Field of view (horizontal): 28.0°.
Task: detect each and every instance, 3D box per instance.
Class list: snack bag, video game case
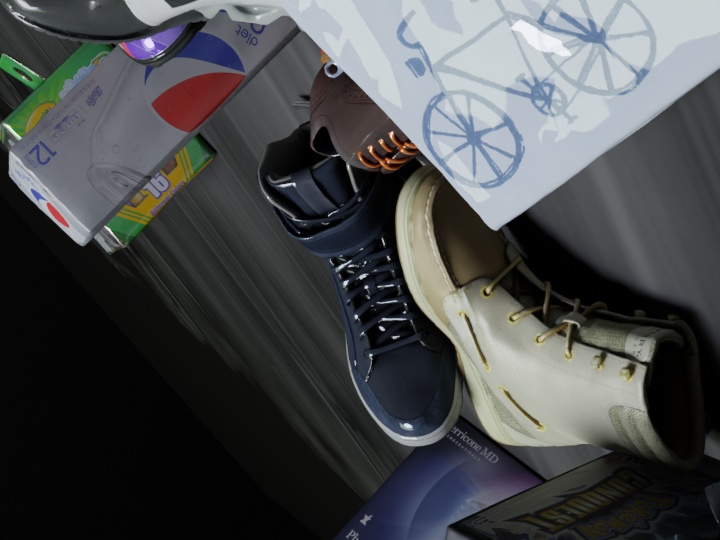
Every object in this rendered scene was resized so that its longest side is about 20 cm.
[{"bbox_3d":[0.041,-0.124,0.592,0.200,0.021,0.188,45,143,-5],"label":"snack bag"},{"bbox_3d":[0.178,0.153,0.795,0.180,0.199,0.026,20,114,43],"label":"video game case"}]

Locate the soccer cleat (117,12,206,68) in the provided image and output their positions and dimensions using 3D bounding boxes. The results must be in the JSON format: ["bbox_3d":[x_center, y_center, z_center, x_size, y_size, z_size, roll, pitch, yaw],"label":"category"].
[{"bbox_3d":[-0.133,-0.191,0.776,0.073,0.068,0.201,36,-152,-48],"label":"soccer cleat"}]

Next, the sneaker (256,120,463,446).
[{"bbox_3d":[-0.002,0.000,0.890,0.146,0.076,0.204,46,-154,-59],"label":"sneaker"}]

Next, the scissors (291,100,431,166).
[{"bbox_3d":[0.001,-0.103,0.924,0.199,0.014,0.073,32,164,45],"label":"scissors"}]

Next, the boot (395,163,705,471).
[{"bbox_3d":[0.112,0.027,0.837,0.154,0.072,0.201,6,129,50],"label":"boot"}]

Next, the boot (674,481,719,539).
[{"bbox_3d":[0.234,0.147,0.663,0.199,0.163,0.073,51,164,-28],"label":"boot"}]

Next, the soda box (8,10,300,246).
[{"bbox_3d":[-0.109,-0.108,0.821,0.063,0.200,0.068,45,165,-5],"label":"soda box"}]

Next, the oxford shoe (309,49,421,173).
[{"bbox_3d":[0.030,-0.080,0.732,0.071,0.073,0.200,20,179,-24],"label":"oxford shoe"}]

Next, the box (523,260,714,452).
[{"bbox_3d":[0.140,0.060,0.962,0.199,0.032,0.121,39,165,15],"label":"box"}]

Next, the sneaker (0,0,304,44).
[{"bbox_3d":[-0.078,-0.161,0.689,0.089,0.197,0.075,101,162,-68],"label":"sneaker"}]

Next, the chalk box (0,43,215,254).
[{"bbox_3d":[-0.253,-0.131,1.339,0.200,0.124,0.124,47,167,-10],"label":"chalk box"}]

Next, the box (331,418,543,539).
[{"bbox_3d":[0.100,0.278,1.362,0.199,0.198,0.124,35,162,32],"label":"box"}]
